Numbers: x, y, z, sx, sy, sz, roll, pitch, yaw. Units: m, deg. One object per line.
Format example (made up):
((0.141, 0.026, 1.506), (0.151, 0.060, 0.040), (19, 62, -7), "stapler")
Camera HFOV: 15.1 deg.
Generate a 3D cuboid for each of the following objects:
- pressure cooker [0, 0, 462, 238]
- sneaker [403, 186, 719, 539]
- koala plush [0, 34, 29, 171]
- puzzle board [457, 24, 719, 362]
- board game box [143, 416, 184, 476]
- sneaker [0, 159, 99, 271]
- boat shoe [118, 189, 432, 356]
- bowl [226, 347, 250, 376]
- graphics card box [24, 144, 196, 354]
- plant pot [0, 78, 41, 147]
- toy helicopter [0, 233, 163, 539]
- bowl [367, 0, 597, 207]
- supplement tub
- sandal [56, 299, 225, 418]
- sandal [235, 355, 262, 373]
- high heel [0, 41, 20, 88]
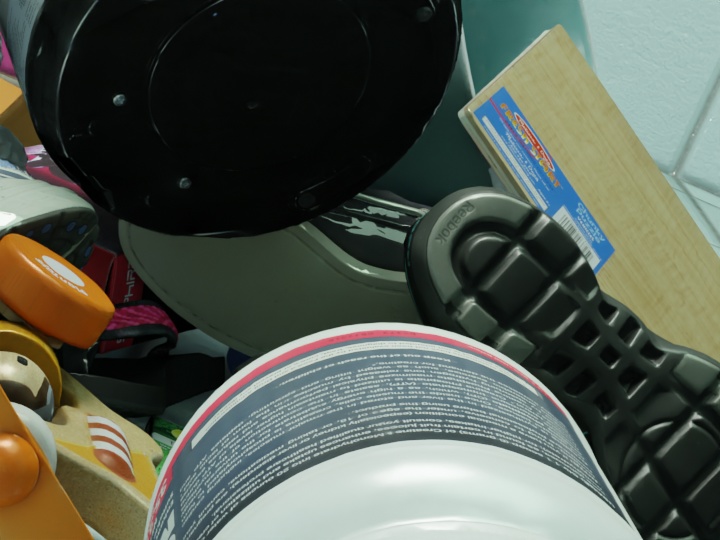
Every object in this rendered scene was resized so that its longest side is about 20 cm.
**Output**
((-0.066, -0.136, 1.063), (0.178, 0.176, 0.201), (38, 19, -43), "pressure cooker")
((0.091, 0.047, 1.039), (0.200, 0.075, 0.079), (49, -16, -8), "sneaker")
((-0.221, -0.089, 1.084), (0.177, 0.184, 0.200), (48, 15, 15), "koala plush")
((0.115, 0.000, 1.125), (0.201, 0.017, 0.151), (55, 25, -4), "puzzle board")
((0.009, 0.112, 1.004), (0.199, 0.024, 0.105), (23, 12, -7), "board game box")
((-0.187, -0.007, 0.937), (0.085, 0.077, 0.199), (39, 27, 26), "sneaker")
((0.000, 0.000, 1.118), (0.199, 0.073, 0.063), (16, 35, 9), "boat shoe")
((0.030, 0.063, 1.271), (0.200, 0.040, 0.201), (23, 10, -4), "bowl")
((-0.093, -0.020, 1.231), (0.125, 0.051, 0.199), (22, 21, 34), "graphics card box")
((-0.108, -0.104, 1.449), (0.140, 0.200, 0.200), (37, 5, -18), "plant pot")
((-0.083, 0.071, 0.875), (0.200, 0.079, 0.132), (39, 6, 11), "toy helicopter")
((0.030, -0.085, 1.199), (0.104, 0.202, 0.201), (-9, -2, 20), "bowl")
((0.012, 0.101, 0.714), (0.140, 0.141, 0.200), (22, 9, -8), "supplement tub")
((-0.101, 0.031, 1.051), (0.075, 0.045, 0.200), (1, 2, 10), "sandal")
((-0.008, 0.075, 0.915), (0.075, 0.045, 0.200), (62, -15, -16), "sandal")
((-0.142, -0.132, 1.302), (0.067, 0.096, 0.200), (24, 3, -38), "high heel")
